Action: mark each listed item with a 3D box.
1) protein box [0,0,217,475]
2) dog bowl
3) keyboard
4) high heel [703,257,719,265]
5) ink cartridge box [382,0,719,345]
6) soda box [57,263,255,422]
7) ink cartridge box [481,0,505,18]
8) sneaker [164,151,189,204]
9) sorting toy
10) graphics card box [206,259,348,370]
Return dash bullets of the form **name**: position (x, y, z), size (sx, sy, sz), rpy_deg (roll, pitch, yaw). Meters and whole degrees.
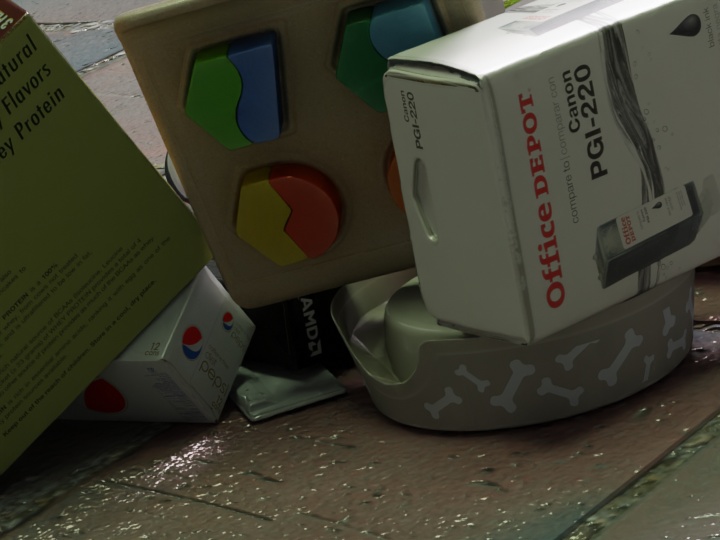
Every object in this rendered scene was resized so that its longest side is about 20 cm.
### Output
- **protein box**: position (-0.223, -0.026, 1.583), size (0.199, 0.200, 0.135), rpy_deg (-46, 43, -9)
- **dog bowl**: position (0.087, 0.027, 1.596), size (0.200, 0.059, 0.200), rpy_deg (-12, 17, 4)
- **keyboard**: position (-0.061, 0.050, 1.715), size (0.056, 0.011, 0.200), rpy_deg (-11, 16, -14)
- **high heel**: position (0.253, -0.062, 1.658), size (0.200, 0.096, 0.067), rpy_deg (-14, 33, 15)
- **ink cartridge box**: position (0.121, -0.066, 1.518), size (0.200, 0.146, 0.085), rpy_deg (-23, 22, -30)
- **soda box**: position (-0.163, 0.040, 1.681), size (0.200, 0.064, 0.068), rpy_deg (0, 54, 34)
- **ink cartridge box**: position (0.001, -0.138, 2.035), size (0.200, 0.145, 0.084), rpy_deg (-1, 19, 32)
- **sneaker**: position (-0.040, -0.058, 1.832), size (0.200, 0.078, 0.112), rpy_deg (-8, -14, -29)
- **sorting toy**: position (-0.011, -0.072, 1.553), size (0.185, 0.200, 0.036), rpy_deg (-14, 33, 14)
- **graphics card box**: position (0.000, 0.000, 1.743), size (0.200, 0.051, 0.125), rpy_deg (-19, 18, -36)
